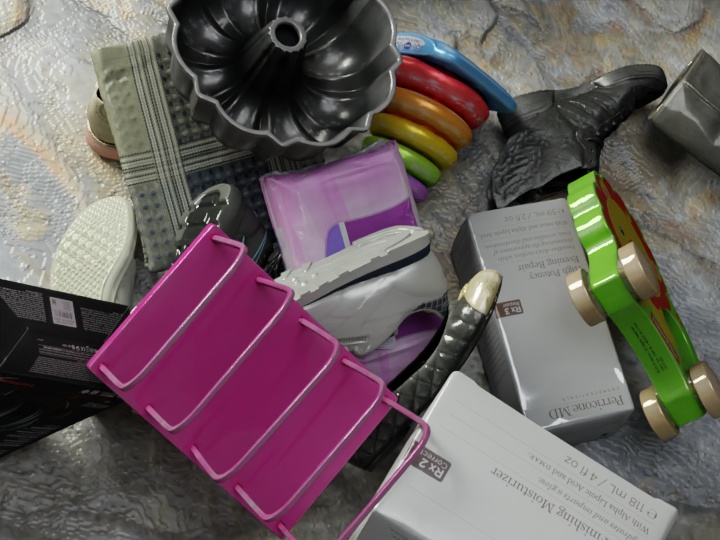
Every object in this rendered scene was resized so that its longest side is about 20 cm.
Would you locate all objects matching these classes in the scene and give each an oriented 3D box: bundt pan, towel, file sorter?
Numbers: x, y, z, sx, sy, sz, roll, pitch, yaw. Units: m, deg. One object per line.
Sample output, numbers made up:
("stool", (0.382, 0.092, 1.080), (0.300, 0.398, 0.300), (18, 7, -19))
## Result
("bundt pan", (-0.070, -0.177, 1.302), (0.200, 0.076, 0.204), (8, 66, -18))
("towel", (-0.123, -0.115, 1.354), (0.191, 0.034, 0.202), (-16, 97, -26))
("file sorter", (-0.068, 0.089, 1.123), (0.200, 0.125, 0.139), (44, 82, -17))

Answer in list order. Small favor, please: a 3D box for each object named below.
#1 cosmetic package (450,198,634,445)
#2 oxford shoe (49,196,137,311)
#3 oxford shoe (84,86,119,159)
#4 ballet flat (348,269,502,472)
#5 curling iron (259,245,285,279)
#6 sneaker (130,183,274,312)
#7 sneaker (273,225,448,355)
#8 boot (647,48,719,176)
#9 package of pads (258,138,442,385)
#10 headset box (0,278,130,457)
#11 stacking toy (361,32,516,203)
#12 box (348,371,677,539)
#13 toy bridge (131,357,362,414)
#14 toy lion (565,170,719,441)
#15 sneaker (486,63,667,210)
("cosmetic package", (0.154, 0.048, 1.358), (0.101, 0.074, 0.202), (-11, 68, -14))
("oxford shoe", (-0.219, 0.026, 1.316), (0.074, 0.058, 0.202), (-14, 52, 18))
("oxford shoe", (-0.142, -0.145, 1.388), (0.198, 0.074, 0.071), (-13, 67, -16))
("ballet flat", (0.043, 0.076, 1.237), (0.057, 0.066, 0.201), (38, 107, 0))
("curling iron", (-0.081, 0.072, 1.335), (0.049, 0.026, 0.202), (3, 70, 15))
("sneaker", (-0.128, 0.027, 1.280), (0.079, 0.075, 0.201), (45, 59, -34))
("sneaker", (-0.025, 0.036, 1.239), (0.198, 0.076, 0.081), (-21, 111, -6))
("boot", (0.344, -0.084, 1.429), (0.200, 0.072, 0.182), (42, 52, -10))
("package of pads", (0.000, 0.000, 1.316), (0.119, 0.076, 0.202), (-17, 93, -11))
("headset box", (-0.288, 0.083, 1.189), (0.148, 0.199, 0.078), (17, 54, -53))
("stacking toy", (0.037, -0.098, 1.394), (0.109, 0.116, 0.201), (31, 82, -36))
("box", (0.104, 0.209, 1.210), (0.198, 0.200, 0.131), (31, 65, 4))
("toy bridge", (-0.089, 0.096, 1.274), (0.198, 0.067, 0.028), (-9, 74, 20))
("toy lion", (0.237, 0.018, 1.352), (0.068, 0.192, 0.201), (-28, 109, 19))
("sneaker", (0.201, -0.117, 1.446), (0.198, 0.060, 0.105), (-14, 69, -9))
